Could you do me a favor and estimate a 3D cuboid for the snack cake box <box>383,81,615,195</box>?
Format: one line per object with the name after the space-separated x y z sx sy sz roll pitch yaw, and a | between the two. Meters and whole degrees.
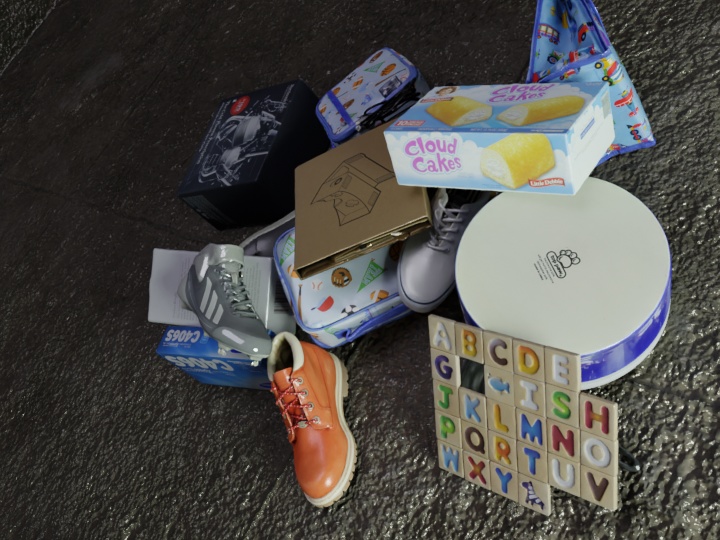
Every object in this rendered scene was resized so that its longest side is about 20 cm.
0.140 -0.137 0.835 0.200 0.067 0.115 7 40 35 | snack cake box

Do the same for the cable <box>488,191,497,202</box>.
0.137 -0.104 1.020 0.097 0.050 0.200 -16 38 20 | cable

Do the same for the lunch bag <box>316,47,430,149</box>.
0.014 -0.230 1.162 0.160 0.076 0.200 -37 27 7 | lunch bag

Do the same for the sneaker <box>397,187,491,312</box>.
0.092 -0.052 0.901 0.073 0.071 0.200 19 70 9 | sneaker

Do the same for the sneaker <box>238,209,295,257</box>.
-0.104 -0.009 1.116 0.200 0.075 0.106 -39 39 7 | sneaker

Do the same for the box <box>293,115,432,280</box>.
-0.004 -0.089 0.951 0.163 0.021 0.200 -22 41 16 | box

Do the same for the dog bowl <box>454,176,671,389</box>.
0.193 0.010 0.791 0.200 0.079 0.200 -8 60 13 | dog bowl

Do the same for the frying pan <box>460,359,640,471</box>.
0.184 0.121 0.793 0.190 0.031 0.115 10 63 28 | frying pan

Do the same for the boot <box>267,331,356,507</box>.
-0.064 0.162 0.919 0.075 0.107 0.200 -27 45 19 | boot

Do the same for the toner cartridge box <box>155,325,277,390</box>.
-0.163 0.113 1.053 0.200 0.095 0.043 -2 58 41 | toner cartridge box

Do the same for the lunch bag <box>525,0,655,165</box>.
0.252 -0.241 0.938 0.094 0.151 0.200 -21 46 27 | lunch bag

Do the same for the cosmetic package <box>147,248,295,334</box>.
-0.182 0.028 1.089 0.200 0.071 0.101 5 90 29 | cosmetic package

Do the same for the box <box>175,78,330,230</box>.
-0.160 -0.178 1.284 0.182 0.104 0.200 -4 56 38 | box

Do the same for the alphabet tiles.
0.141 0.137 0.741 0.008 0.167 0.200 -20 23 -39 | alphabet tiles

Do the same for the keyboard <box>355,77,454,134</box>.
0.042 -0.171 1.040 0.200 0.104 0.040 -32 -4 -1 | keyboard

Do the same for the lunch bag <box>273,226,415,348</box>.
0.000 0.000 0.977 0.200 0.076 0.160 -26 63 3 | lunch bag

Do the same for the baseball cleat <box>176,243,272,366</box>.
-0.158 0.028 0.971 0.200 0.070 0.106 31 102 45 | baseball cleat
